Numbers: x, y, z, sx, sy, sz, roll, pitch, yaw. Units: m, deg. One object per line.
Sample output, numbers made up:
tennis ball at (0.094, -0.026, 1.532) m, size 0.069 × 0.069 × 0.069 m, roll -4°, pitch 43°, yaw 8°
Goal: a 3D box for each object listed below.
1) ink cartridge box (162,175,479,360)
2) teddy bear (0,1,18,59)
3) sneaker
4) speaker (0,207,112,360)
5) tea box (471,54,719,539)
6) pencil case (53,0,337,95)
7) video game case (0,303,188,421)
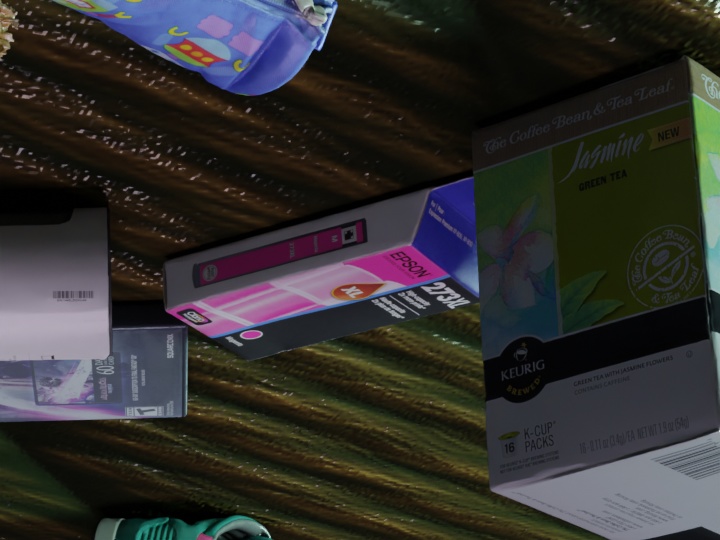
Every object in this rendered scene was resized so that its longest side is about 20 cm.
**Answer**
ink cartridge box at (0.000, 0.000, 1.458) m, size 0.200 × 0.037 × 0.095 m, roll -17°, pitch 153°, yaw 23°
teddy bear at (-0.244, -0.089, 1.205) m, size 0.145 × 0.067 × 0.200 m, roll 0°, pitch 151°, yaw -30°
sneaker at (-0.104, 0.226, 1.895) m, size 0.121 × 0.084 × 0.200 m, roll 0°, pitch 156°, yaw 16°
speaker at (-0.229, 0.009, 1.386) m, size 0.200 × 0.081 × 0.081 m, roll -1°, pitch 156°, yaw -5°
tea box at (0.166, 0.029, 1.342) m, size 0.134 × 0.197 × 0.200 m, roll -19°, pitch 153°, yaw 32°
pencil case at (-0.091, -0.133, 1.087) m, size 0.087 × 0.078 × 0.200 m, roll 14°, pitch 175°, yaw 45°
video game case at (-0.202, 0.057, 1.574) m, size 0.200 × 0.019 × 0.143 m, roll -2°, pitch 156°, yaw -5°
